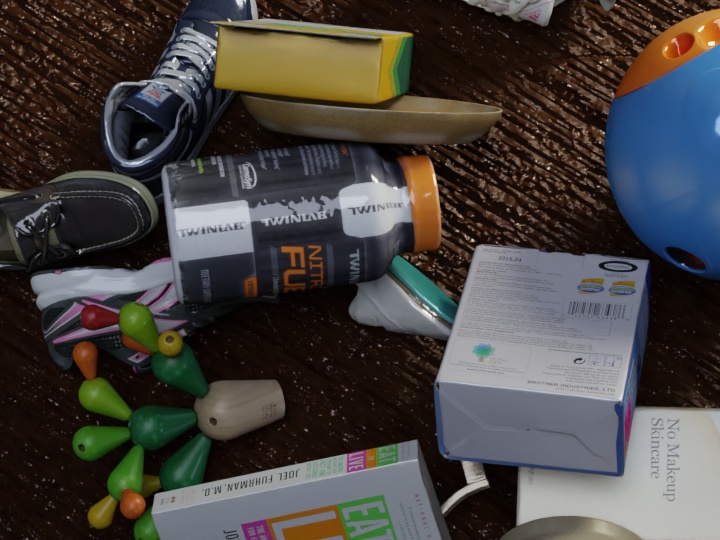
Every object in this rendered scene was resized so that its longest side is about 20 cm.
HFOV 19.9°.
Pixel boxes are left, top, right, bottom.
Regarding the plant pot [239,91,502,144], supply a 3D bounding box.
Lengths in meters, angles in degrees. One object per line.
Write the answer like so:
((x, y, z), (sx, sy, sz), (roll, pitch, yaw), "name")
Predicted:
((0.007, -0.116, 1.547), (0.199, 0.200, 0.028), (5, 98, 8), "plant pot")

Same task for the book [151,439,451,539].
((-0.038, 0.201, 1.505), (0.199, 0.048, 0.134), (-13, 121, 9), "book")

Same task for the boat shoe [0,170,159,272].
((-0.252, -0.029, 1.593), (0.199, 0.065, 0.074), (-8, 118, 24), "boat shoe")

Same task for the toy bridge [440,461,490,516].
((0.003, 0.188, 1.558), (0.199, 0.027, 0.068), (-17, 77, 3), "toy bridge")

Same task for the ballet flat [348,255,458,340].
((0.000, 0.000, 1.589), (0.069, 0.069, 0.200), (-44, 72, -4), "ballet flat")

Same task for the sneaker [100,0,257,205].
((-0.141, -0.152, 1.609), (0.070, 0.109, 0.201), (22, 81, 10), "sneaker")

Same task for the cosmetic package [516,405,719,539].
((0.217, 0.155, 1.519), (0.199, 0.073, 0.104), (0, 77, 8), "cosmetic package")

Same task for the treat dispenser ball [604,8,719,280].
((0.278, -0.092, 1.500), (0.199, 0.201, 0.202), (-1, 77, 6), "treat dispenser ball")

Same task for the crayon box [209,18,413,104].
((-0.036, -0.159, 1.551), (0.125, 0.200, 0.052), (7, 98, 8), "crayon box")

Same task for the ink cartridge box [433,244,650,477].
((0.139, 0.053, 1.502), (0.136, 0.077, 0.200), (6, 39, 12), "ink cartridge box")

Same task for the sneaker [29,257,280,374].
((-0.155, 0.036, 1.596), (0.199, 0.080, 0.087), (-6, 87, 14), "sneaker")

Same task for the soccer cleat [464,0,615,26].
((0.109, -0.233, 1.618), (0.199, 0.070, 0.087), (-6, 76, 5), "soccer cleat")

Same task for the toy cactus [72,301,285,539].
((-0.136, 0.112, 1.548), (0.164, 0.102, 0.201), (-11, 101, -21), "toy cactus")

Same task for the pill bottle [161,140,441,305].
((-0.042, -0.039, 1.504), (0.199, 0.106, 0.107), (-8, 76, -5), "pill bottle")

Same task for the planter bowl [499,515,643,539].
((0.150, 0.261, 1.456), (0.199, 0.201, 0.135), (2, 50, 7), "planter bowl")
